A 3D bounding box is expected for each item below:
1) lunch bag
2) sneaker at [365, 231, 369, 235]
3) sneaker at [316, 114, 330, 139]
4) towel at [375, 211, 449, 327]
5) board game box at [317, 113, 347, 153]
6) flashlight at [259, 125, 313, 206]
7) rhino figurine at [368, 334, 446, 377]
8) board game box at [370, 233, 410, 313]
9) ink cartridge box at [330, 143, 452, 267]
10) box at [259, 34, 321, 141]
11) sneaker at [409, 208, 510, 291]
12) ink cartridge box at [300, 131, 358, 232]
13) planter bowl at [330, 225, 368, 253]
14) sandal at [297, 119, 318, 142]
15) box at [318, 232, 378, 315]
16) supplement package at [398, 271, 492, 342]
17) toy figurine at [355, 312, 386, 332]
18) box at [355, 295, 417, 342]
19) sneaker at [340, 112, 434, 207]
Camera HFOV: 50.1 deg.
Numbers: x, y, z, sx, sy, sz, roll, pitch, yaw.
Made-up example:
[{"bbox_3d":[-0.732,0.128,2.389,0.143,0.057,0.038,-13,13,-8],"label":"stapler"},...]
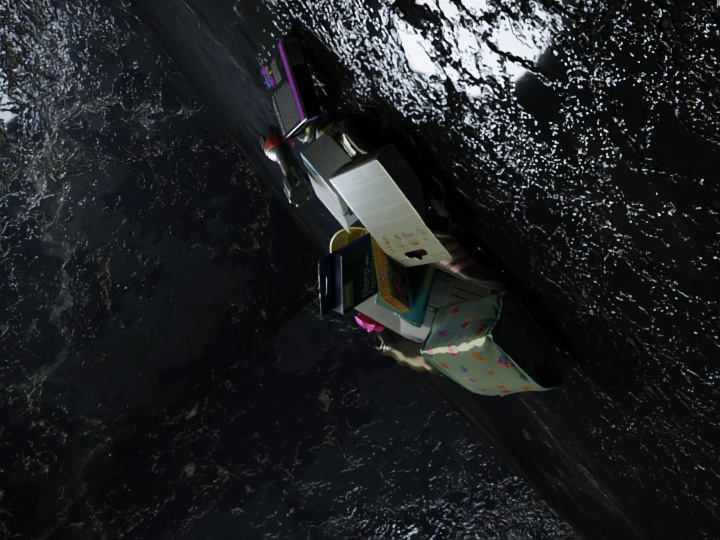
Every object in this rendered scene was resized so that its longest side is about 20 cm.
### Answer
[{"bbox_3d":[0.233,0.142,1.318,0.200,0.123,0.169,42,143,-25],"label":"lunch bag"},{"bbox_3d":[0.058,-0.061,1.669,0.201,0.076,0.112,68,-167,-53],"label":"sneaker"},{"bbox_3d":[-0.054,-0.241,1.598,0.201,0.073,0.088,86,168,-58],"label":"sneaker"},{"bbox_3d":[0.094,-0.013,1.401,0.021,0.203,0.146,8,-168,-34],"label":"towel"},{"bbox_3d":[0.014,-0.197,1.432,0.166,0.057,0.200,56,172,-30],"label":"board game box"},{"bbox_3d":[-0.143,-0.204,1.505,0.067,0.068,0.201,31,-155,-44],"label":"flashlight"},{"bbox_3d":[0.104,0.174,1.601,0.198,0.061,0.087,12,174,28],"label":"rhino figurine"},{"bbox_3d":[0.048,-0.033,1.371,0.095,0.030,0.202,37,-142,-60],"label":"board game box"},{"bbox_3d":[0.057,-0.099,1.243,0.201,0.047,0.159,50,154,-16],"label":"ink cartridge box"},{"bbox_3d":[-0.130,-0.328,1.408,0.200,0.036,0.145,-7,101,70],"label":"box"},{"bbox_3d":[0.168,-0.034,1.284,0.198,0.083,0.070,25,-167,12],"label":"sneaker"},{"bbox_3d":[-0.041,-0.162,1.457,0.116,0.066,0.200,50,174,16],"label":"ink cartridge box"},{"bbox_3d":[0.031,-0.048,1.871,0.198,0.084,0.202,17,137,17],"label":"planter bowl"},{"bbox_3d":[-0.117,-0.301,1.534,0.056,0.081,0.201,5,-174,-9],"label":"sandal"},{"bbox_3d":[0.000,0.000,1.433,0.032,0.199,0.123,21,126,36],"label":"box"},{"bbox_3d":[0.164,0.085,1.525,0.154,0.112,0.200,19,169,8],"label":"supplement package"},{"bbox_3d":[0.058,0.077,2.119,0.201,0.184,0.150,52,173,-18],"label":"toy figurine"},{"bbox_3d":[0.082,0.054,1.741,0.198,0.107,0.153,29,-163,-16],"label":"box"},{"bbox_3d":[0.051,-0.185,1.250,0.200,0.076,0.091,43,164,-3],"label":"sneaker"}]
